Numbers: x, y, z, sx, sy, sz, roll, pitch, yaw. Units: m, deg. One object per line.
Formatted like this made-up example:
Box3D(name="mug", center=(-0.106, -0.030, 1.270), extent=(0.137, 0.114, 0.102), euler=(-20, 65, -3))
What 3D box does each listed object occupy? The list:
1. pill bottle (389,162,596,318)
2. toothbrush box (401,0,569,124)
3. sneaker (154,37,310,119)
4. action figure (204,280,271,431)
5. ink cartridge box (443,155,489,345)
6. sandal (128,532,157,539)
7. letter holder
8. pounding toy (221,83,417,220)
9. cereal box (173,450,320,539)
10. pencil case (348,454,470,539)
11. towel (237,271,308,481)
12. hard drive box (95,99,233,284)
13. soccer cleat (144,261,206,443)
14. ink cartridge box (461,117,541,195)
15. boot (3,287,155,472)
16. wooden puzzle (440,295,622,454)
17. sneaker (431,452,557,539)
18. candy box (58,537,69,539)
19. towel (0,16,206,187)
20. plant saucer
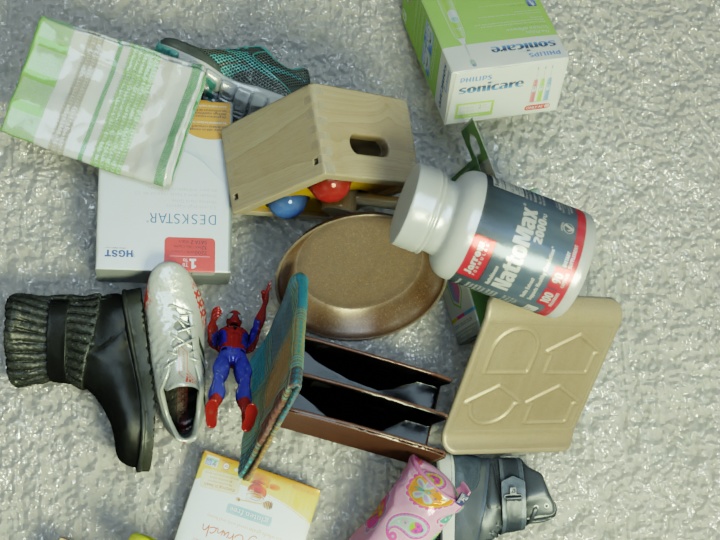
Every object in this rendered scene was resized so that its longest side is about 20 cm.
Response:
Box3D(name="pill bottle", center=(0.137, -0.036, 1.365), extent=(0.198, 0.120, 0.121), euler=(19, 76, -8))
Box3D(name="toothbrush box", center=(0.144, -0.281, 1.544), extent=(0.144, 0.087, 0.202), euler=(-9, 51, -12))
Box3D(name="sneaker", center=(-0.148, -0.234, 1.538), extent=(0.198, 0.078, 0.092), euler=(25, 59, -8))
Box3D(name="action figure", center=(-0.135, 0.079, 1.407), extent=(0.064, 0.201, 0.100), euler=(8, 114, -10))
Box3D(name="ink cartridge box", center=(0.125, -0.021, 1.521), extent=(0.059, 0.104, 0.203), euler=(-14, 82, -14))
Box3D(name="sandal", center=(-0.175, 0.361, 1.362), extent=(0.199, 0.079, 0.088), euler=(32, 78, -4))
Box3D(name="letter holder", center=(0.001, 0.142, 1.446), extent=(0.197, 0.142, 0.102), euler=(16, 77, -7))
Box3D(name="pounding toy", center=(-0.018, -0.111, 1.455), extent=(0.199, 0.183, 0.144), euler=(2, 75, -46))
Box3D(name="cereal box", center=(-0.141, 0.319, 1.437), extent=(0.142, 0.040, 0.202), euler=(19, 76, -7))
Box3D(name="pencil case", center=(0.035, 0.301, 1.420), extent=(0.087, 0.087, 0.201), euler=(38, 96, -1))
Box3D(name="towel", center=(-0.093, 0.109, 1.383), extent=(0.021, 0.148, 0.201), euler=(21, 31, -13))
Box3D(name="hard drive box", center=(-0.224, -0.090, 1.483), extent=(0.154, 0.077, 0.203), euler=(1, 79, -10))
Box3D(name="soccer cleat", center=(-0.199, 0.092, 1.417), extent=(0.068, 0.085, 0.203), euler=(-4, 104, -11))
Box3D(name="ink cartridge box", center=(0.178, -0.085, 1.509), extent=(0.047, 0.146, 0.202), euler=(-19, 91, -1))
Box3D(name="boot", center=(-0.309, 0.124, 1.423), extent=(0.156, 0.079, 0.214), euler=(-7, 82, -10))
Box3D(name="wooden puzzle", center=(0.191, 0.115, 1.482), extent=(0.183, 0.046, 0.202), euler=(2, 117, -27))
Box3D(name="sneaker", center=(0.154, 0.311, 1.475), extent=(0.144, 0.077, 0.205), euler=(3, 77, -7))
Box3D(name="candy box", center=(-0.314, 0.402, 1.379), extent=(0.114, 0.055, 0.202), euler=(26, 74, -6))
Box3D(name="towel", center=(-0.284, -0.190, 1.438), extent=(0.197, 0.031, 0.151), euler=(18, 75, -5))
Box3D(name="plant saucer", center=(0.000, 0.000, 1.469), extent=(0.197, 0.202, 0.037), euler=(2, 45, -10))
